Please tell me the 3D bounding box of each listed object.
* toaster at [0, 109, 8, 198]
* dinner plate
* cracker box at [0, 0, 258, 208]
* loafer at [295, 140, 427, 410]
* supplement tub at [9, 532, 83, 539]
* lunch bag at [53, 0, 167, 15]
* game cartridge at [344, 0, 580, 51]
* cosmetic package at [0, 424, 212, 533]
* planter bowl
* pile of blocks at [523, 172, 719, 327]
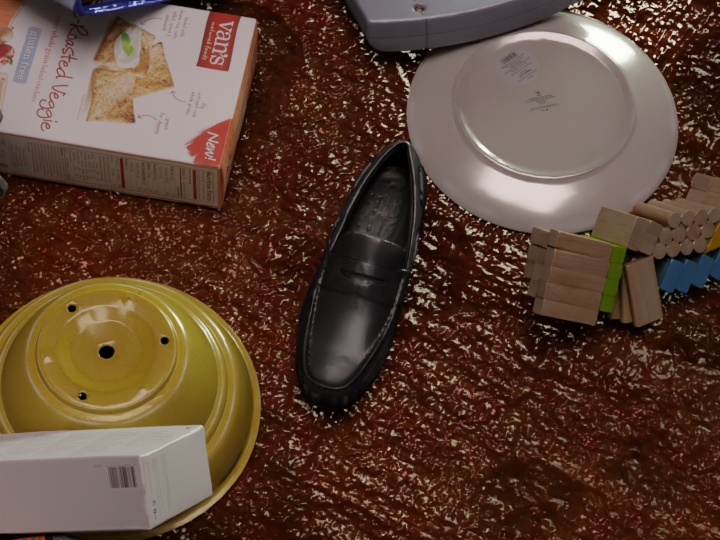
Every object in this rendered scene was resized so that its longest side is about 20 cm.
[{"bbox_3d":[-0.341,-0.083,1.539,0.199,0.181,0.119,16,57,6],"label":"toaster"},{"bbox_3d":[0.133,-0.116,1.672,0.199,0.024,0.201,1,58,-2],"label":"dinner plate"},{"bbox_3d":[-0.182,-0.128,1.643,0.199,0.058,0.134,9,59,2],"label":"cracker box"},{"bbox_3d":[0.000,0.000,1.567,0.068,0.070,0.201,15,59,6],"label":"loafer"},{"bbox_3d":[-0.228,0.227,1.388,0.199,0.123,0.123,-9,60,-8],"label":"supplement tub"},{"bbox_3d":[-0.184,-0.271,1.667,0.170,0.124,0.200,31,26,29],"label":"lunch bag"},{"bbox_3d":[0.080,-0.231,1.720,0.199,0.041,0.133,-17,48,-12],"label":"game cartridge"},{"bbox_3d":[-0.199,0.131,1.423,0.199,0.083,0.051,-4,100,25],"label":"cosmetic package"},{"bbox_3d":[-0.165,0.071,1.508,0.200,0.084,0.201,1,59,-2],"label":"planter bowl"},{"bbox_3d":[0.194,-0.012,1.601,0.199,0.082,0.062,-16,17,-22],"label":"pile of blocks"}]
